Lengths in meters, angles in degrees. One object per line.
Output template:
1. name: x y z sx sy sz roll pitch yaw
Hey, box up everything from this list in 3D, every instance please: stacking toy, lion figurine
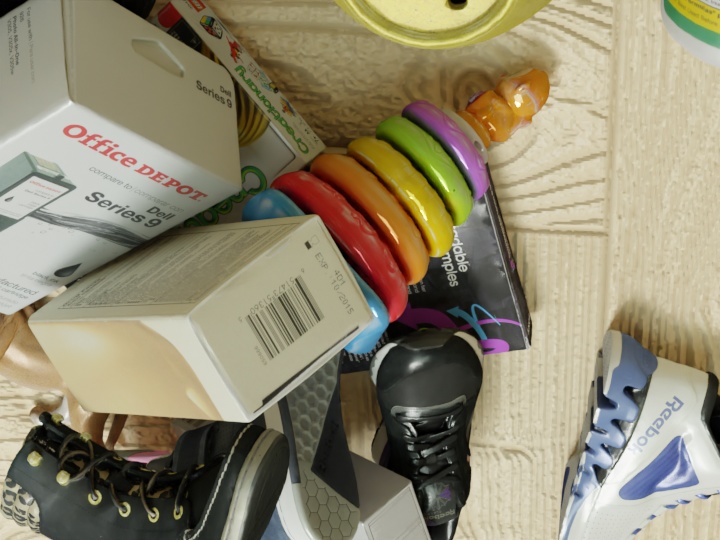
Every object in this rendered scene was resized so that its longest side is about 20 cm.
1. stacking toy: 0.036 -0.056 1.188 0.200 0.116 0.110 -41 85 -11
2. lion figurine: -0.221 0.061 1.372 0.199 0.073 0.123 25 120 -28

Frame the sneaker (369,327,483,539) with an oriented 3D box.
1. sneaker: 0.051 0.114 1.308 0.075 0.088 0.200 -10 148 -5

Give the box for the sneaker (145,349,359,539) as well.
1. sneaker: -0.077 0.081 1.272 0.077 0.204 0.146 7 164 -43

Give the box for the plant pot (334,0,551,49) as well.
1. plant pot: 0.042 -0.198 1.076 0.199 0.142 0.201 5 128 6

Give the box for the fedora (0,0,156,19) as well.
1. fedora: -0.212 -0.172 1.153 0.199 0.092 0.201 -15 164 -4

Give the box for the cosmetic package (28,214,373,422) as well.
1. cosmetic package: -0.095 0.028 1.147 0.200 0.105 0.071 -2 121 58

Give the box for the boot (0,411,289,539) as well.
1. boot: -0.131 0.129 1.182 0.153 0.074 0.204 30 142 4

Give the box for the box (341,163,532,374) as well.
1. box: 0.000 0.000 1.301 0.199 0.036 0.144 -7 124 16

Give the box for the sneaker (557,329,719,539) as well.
1. sneaker: 0.197 0.137 1.345 0.114 0.081 0.200 13 126 2

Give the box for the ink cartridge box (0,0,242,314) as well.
1. ink cartridge box: -0.188 -0.065 1.162 0.199 0.085 0.146 -26 147 31

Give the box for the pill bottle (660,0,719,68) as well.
1. pill bottle: 0.221 -0.213 1.055 0.112 0.113 0.201 5 127 5

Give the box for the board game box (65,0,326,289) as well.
1. board game box: -0.131 -0.063 1.250 0.200 0.035 0.126 -40 92 31

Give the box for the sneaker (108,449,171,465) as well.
1. sneaker: -0.152 0.187 1.390 0.078 0.096 0.200 2 153 9

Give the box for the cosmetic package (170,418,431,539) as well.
1. cosmetic package: -0.038 0.149 1.343 0.199 0.051 0.083 22 139 44
